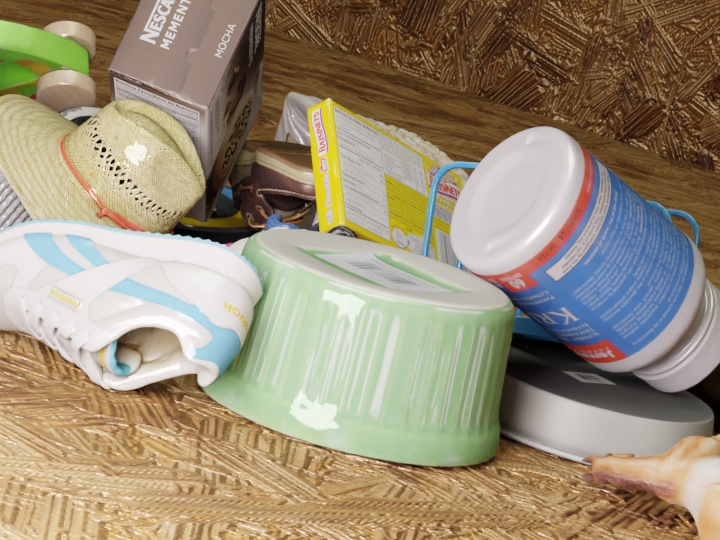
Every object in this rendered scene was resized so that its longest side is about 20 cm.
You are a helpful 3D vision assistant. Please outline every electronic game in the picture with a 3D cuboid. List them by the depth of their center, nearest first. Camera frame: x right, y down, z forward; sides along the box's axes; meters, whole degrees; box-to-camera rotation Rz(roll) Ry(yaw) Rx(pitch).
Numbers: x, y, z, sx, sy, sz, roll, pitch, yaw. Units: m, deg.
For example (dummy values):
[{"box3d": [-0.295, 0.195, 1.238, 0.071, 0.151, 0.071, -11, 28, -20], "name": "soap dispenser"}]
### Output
[{"box3d": [-0.171, -0.058, 1.866, 0.198, 0.042, 0.200, 12, 15, -3], "name": "electronic game"}]

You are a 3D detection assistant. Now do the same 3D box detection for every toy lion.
[{"box3d": [-0.334, -0.146, 1.830, 0.190, 0.069, 0.200, 13, -31, -28], "name": "toy lion"}]

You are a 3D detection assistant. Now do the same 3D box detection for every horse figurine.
[{"box3d": [0.235, 0.140, 1.363, 0.131, 0.050, 0.200, -3, 22, -21], "name": "horse figurine"}]

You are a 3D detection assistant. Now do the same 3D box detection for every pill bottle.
[{"box3d": [0.163, 0.000, 1.523, 0.200, 0.113, 0.112, 36, -2, -31], "name": "pill bottle"}]

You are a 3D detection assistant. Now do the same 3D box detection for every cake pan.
[{"box3d": [0.157, 0.093, 1.562, 0.198, 0.037, 0.200, 14, 10, -3], "name": "cake pan"}]

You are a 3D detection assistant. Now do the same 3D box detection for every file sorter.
[{"box3d": [0.152, -0.003, 1.698, 0.138, 0.124, 0.199, 7, -4, 37], "name": "file sorter"}]

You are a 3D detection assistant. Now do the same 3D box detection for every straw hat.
[{"box3d": [-0.158, -0.068, 1.557, 0.201, 0.085, 0.201, 44, 19, -20], "name": "straw hat"}]

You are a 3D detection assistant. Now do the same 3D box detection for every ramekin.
[{"box3d": [0.003, 0.044, 1.427, 0.198, 0.099, 0.200, 14, 10, -3], "name": "ramekin"}]

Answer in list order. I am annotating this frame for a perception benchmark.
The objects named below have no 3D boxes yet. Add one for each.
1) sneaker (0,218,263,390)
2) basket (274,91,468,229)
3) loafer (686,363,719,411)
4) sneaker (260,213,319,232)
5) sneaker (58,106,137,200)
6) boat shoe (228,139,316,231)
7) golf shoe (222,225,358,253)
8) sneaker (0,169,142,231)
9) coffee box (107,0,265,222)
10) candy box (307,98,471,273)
[{"box3d": [-0.161, 0.023, 1.353, 0.198, 0.081, 0.077, 2, -38, 23], "name": "sneaker"}, {"box3d": [-0.002, -0.058, 1.875, 0.122, 0.137, 0.200, 13, 10, -18], "name": "basket"}, {"box3d": [0.274, 0.069, 1.683, 0.071, 0.073, 0.200, 28, 3, 32], "name": "loafer"}, {"box3d": [0.000, 0.000, 1.702, 0.199, 0.086, 0.077, 7, 13, -40], "name": "sneaker"}, {"box3d": [-0.182, -0.082, 1.768, 0.087, 0.076, 0.199, 30, 28, 26], "name": "sneaker"}, {"box3d": [-0.060, -0.061, 1.754, 0.072, 0.073, 0.200, 1, 7, -24], "name": "boat shoe"}, {"box3d": [-0.074, 0.002, 1.533, 0.073, 0.092, 0.200, 45, 23, 18], "name": "golf shoe"}, {"box3d": [-0.239, -0.040, 1.605, 0.079, 0.079, 0.200, 24, 6, 29], "name": "sneaker"}, {"box3d": [-0.126, -0.135, 1.656, 0.079, 0.114, 0.200, 22, -22, 5], "name": "coffee box"}, {"box3d": [0.029, -0.048, 1.693, 0.026, 0.103, 0.200, -22, -28, 28], "name": "candy box"}]
